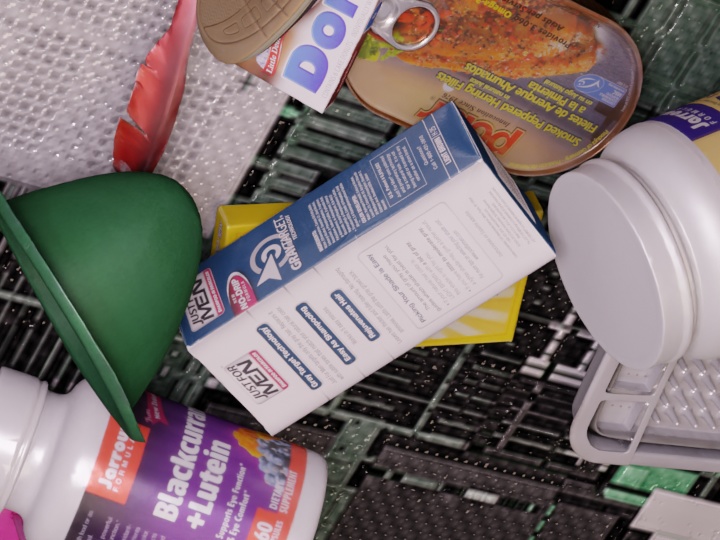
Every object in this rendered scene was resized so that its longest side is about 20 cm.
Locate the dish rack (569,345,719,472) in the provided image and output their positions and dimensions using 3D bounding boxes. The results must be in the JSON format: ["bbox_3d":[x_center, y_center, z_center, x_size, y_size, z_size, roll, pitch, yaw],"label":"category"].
[{"bbox_3d":[0.236,0.052,1.710,0.200,0.044,0.172,8,121,-26],"label":"dish rack"}]

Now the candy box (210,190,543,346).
[{"bbox_3d":[0.006,0.003,1.593,0.200,0.026,0.102,-3,130,-19],"label":"candy box"}]

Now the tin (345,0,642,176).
[{"bbox_3d":[0.071,-0.123,1.516,0.200,0.042,0.112,23,110,-34],"label":"tin"}]

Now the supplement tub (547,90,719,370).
[{"bbox_3d":[0.226,-0.034,1.555,0.200,0.145,0.145,-22,131,-20],"label":"supplement tub"}]

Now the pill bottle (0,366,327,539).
[{"bbox_3d":[-0.129,0.127,1.553,0.200,0.111,0.111,20,118,-9],"label":"pill bottle"}]

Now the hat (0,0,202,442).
[{"bbox_3d":[-0.096,-0.029,1.451,0.176,0.166,0.200,-32,145,-9],"label":"hat"}]

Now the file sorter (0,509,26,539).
[{"bbox_3d":[-0.206,0.227,1.613,0.200,0.125,0.139,-2,126,-21],"label":"file sorter"}]

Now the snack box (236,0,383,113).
[{"bbox_3d":[-0.007,-0.186,1.421,0.072,0.024,0.200,29,116,5],"label":"snack box"}]

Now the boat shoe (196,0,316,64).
[{"bbox_3d":[-0.014,-0.184,1.372,0.065,0.072,0.200,-3,137,-47],"label":"boat shoe"}]

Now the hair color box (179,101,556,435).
[{"bbox_3d":[0.000,0.000,1.526,0.200,0.061,0.100,-33,133,9],"label":"hair color box"}]
